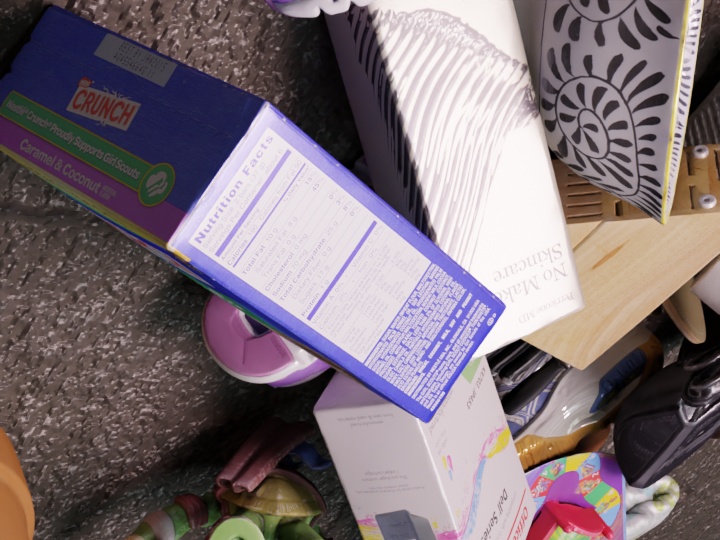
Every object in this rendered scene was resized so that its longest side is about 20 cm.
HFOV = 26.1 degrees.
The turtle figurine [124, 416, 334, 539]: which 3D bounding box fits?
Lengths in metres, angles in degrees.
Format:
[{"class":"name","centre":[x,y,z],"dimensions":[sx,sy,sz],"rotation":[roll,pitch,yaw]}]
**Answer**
[{"class":"turtle figurine","centre":[-0.070,0.195,0.940],"dimensions":[0.200,0.144,0.194],"rotation":[-41,-173,-10]}]

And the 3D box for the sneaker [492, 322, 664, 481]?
[{"class":"sneaker","centre":[0.112,0.095,1.071],"dimensions":[0.200,0.088,0.075],"rotation":[-37,148,-12]}]

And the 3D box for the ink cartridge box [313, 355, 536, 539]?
[{"class":"ink cartridge box","centre":[0.050,0.133,0.938],"dimensions":[0.067,0.117,0.201],"rotation":[-8,116,26]}]

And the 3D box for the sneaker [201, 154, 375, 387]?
[{"class":"sneaker","centre":[0.000,0.000,0.898],"dimensions":[0.200,0.081,0.089],"rotation":[-37,158,-9]}]

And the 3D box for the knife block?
[{"class":"knife block","centre":[0.140,0.015,0.963],"dimensions":[0.199,0.064,0.176],"rotation":[-5,132,12]}]

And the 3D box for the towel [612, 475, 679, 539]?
[{"class":"towel","centre":[0.135,0.228,1.213],"dimensions":[0.199,0.048,0.171],"rotation":[-18,164,-25]}]

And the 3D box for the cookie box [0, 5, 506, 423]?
[{"class":"cookie box","centre":[-0.055,-0.025,0.725],"dimensions":[0.200,0.171,0.075],"rotation":[38,84,-46]}]

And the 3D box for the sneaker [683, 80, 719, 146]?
[{"class":"sneaker","centre":[0.270,-0.097,1.006],"dimensions":[0.082,0.074,0.200],"rotation":[8,120,-40]}]

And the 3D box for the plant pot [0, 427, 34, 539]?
[{"class":"plant pot","centre":[-0.253,0.184,0.825],"dimensions":[0.199,0.140,0.201],"rotation":[-23,140,-21]}]

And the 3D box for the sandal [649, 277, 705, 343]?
[{"class":"sandal","centre":[0.166,-0.014,1.040],"dimensions":[0.069,0.078,0.212],"rotation":[-16,142,23]}]

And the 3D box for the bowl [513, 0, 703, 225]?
[{"class":"bowl","centre":[0.130,-0.131,0.821],"dimensions":[0.094,0.201,0.201],"rotation":[9,140,12]}]

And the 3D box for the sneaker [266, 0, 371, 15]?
[{"class":"sneaker","centre":[0.024,-0.198,0.700],"dimensions":[0.200,0.081,0.088],"rotation":[-36,124,11]}]

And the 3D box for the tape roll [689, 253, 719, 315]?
[{"class":"tape roll","centre":[0.279,-0.054,0.956],"dimensions":[0.203,0.037,0.203],"rotation":[-48,172,-10]}]

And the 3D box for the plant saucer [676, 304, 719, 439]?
[{"class":"plant saucer","centre":[0.300,0.036,1.117],"dimensions":[0.200,0.200,0.034],"rotation":[-43,104,6]}]

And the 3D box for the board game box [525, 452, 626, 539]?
[{"class":"board game box","centre":[0.132,0.215,1.087],"dimensions":[0.158,0.039,0.200],"rotation":[-26,137,-15]}]

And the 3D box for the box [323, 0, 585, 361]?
[{"class":"box","centre":[0.049,-0.062,0.803],"dimensions":[0.082,0.068,0.201],"rotation":[-25,111,-17]}]

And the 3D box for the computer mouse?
[{"class":"computer mouse","centre":[0.219,0.075,1.014],"dimensions":[0.138,0.053,0.200],"rotation":[-30,160,-29]}]

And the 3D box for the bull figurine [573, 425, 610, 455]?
[{"class":"bull figurine","centre":[0.137,0.127,1.144],"dimensions":[0.199,0.065,0.122],"rotation":[-23,147,-11]}]
